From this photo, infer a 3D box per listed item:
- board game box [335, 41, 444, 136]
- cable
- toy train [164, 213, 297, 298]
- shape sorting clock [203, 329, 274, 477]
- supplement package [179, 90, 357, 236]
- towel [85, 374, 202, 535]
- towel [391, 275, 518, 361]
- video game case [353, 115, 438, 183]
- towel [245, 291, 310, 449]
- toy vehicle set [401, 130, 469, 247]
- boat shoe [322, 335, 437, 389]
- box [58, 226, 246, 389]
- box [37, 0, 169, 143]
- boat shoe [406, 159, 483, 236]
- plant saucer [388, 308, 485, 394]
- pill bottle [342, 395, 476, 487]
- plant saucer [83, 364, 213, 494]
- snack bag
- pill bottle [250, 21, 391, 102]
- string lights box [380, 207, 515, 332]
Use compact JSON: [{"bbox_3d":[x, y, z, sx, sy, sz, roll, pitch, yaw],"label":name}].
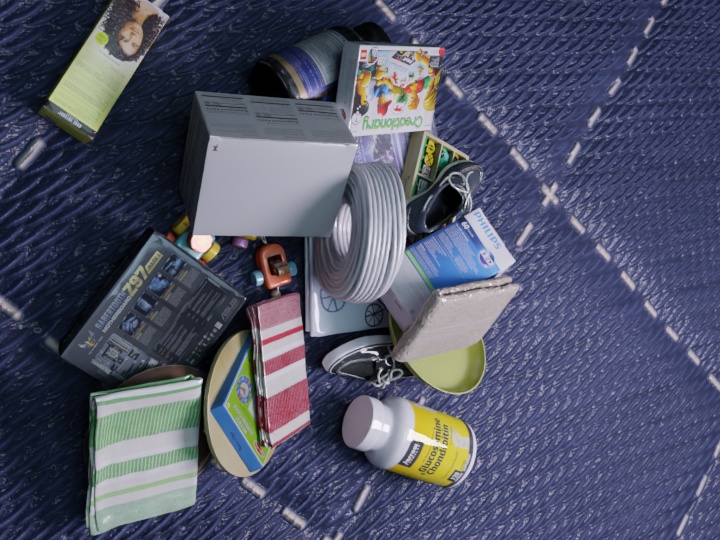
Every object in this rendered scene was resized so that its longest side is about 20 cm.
[{"bbox_3d":[0.043,-0.264,1.246,0.199,0.034,0.127,-15,121,-48],"label":"board game box"},{"bbox_3d":[-0.003,-0.054,1.201,0.069,0.200,0.201,4,94,-23],"label":"cable"},{"bbox_3d":[-0.179,-0.020,1.206,0.199,0.056,0.151,-12,97,-31],"label":"toy train"},{"bbox_3d":[-0.158,0.183,1.187,0.200,0.039,0.201,-4,90,-68],"label":"shape sorting clock"},{"bbox_3d":[-0.127,-0.138,1.150,0.199,0.111,0.156,0,130,-23],"label":"supplement package"},{"bbox_3d":[-0.274,0.234,1.094,0.152,0.023,0.201,-8,116,-35],"label":"towel"},{"bbox_3d":[0.141,0.068,1.267,0.199,0.035,0.133,-7,137,-46],"label":"towel"},{"bbox_3d":[0.050,-0.203,1.327,0.200,0.019,0.144,-29,116,-39],"label":"video game case"},{"bbox_3d":[-0.114,0.138,1.226,0.144,0.023,0.201,-15,101,-69],"label":"towel"},{"bbox_3d":[0.107,-0.107,1.370,0.124,0.026,0.201,18,83,-46],"label":"toy vehicle set"},{"bbox_3d":[0.036,0.146,1.320,0.198,0.074,0.068,1,51,-38],"label":"boat shoe"},{"bbox_3d":[-0.272,0.068,1.130,0.157,0.051,0.200,38,85,-26],"label":"box"},{"bbox_3d":[-0.333,-0.269,1.114,0.075,0.050,0.201,33,75,-27],"label":"box"},{"bbox_3d":[0.137,-0.115,1.334,0.200,0.062,0.075,-33,119,-38],"label":"boat shoe"},{"bbox_3d":[0.114,0.105,1.343,0.199,0.031,0.201,25,47,-30],"label":"plant saucer"},{"bbox_3d":[0.074,0.261,1.329,0.199,0.112,0.113,24,79,-29],"label":"pill bottle"},{"bbox_3d":[-0.262,0.222,1.133,0.199,0.032,0.201,-17,122,-30],"label":"plant saucer"},{"bbox_3d":[0.000,0.000,1.335,0.199,0.021,0.190,-4,93,-34],"label":"snack bag"},{"bbox_3d":[-0.050,-0.287,1.248,0.199,0.112,0.112,-31,106,-27],"label":"pill bottle"},{"bbox_3d":[0.123,-0.003,1.296,0.199,0.059,0.103,-28,78,-22],"label":"string lights box"}]
